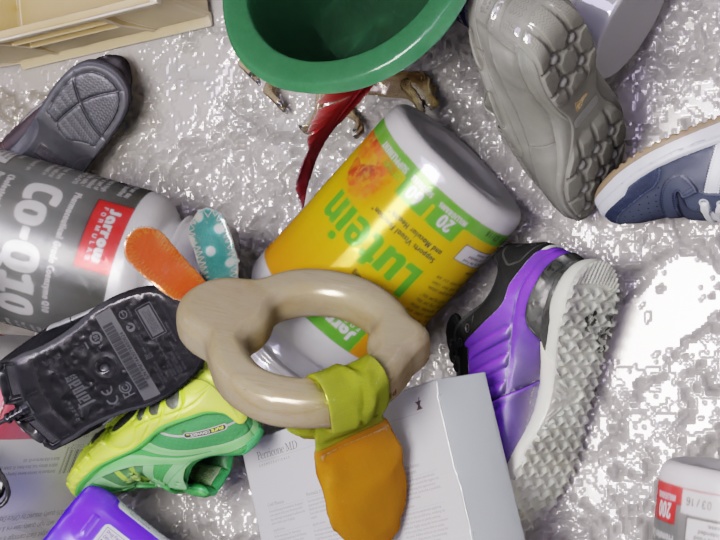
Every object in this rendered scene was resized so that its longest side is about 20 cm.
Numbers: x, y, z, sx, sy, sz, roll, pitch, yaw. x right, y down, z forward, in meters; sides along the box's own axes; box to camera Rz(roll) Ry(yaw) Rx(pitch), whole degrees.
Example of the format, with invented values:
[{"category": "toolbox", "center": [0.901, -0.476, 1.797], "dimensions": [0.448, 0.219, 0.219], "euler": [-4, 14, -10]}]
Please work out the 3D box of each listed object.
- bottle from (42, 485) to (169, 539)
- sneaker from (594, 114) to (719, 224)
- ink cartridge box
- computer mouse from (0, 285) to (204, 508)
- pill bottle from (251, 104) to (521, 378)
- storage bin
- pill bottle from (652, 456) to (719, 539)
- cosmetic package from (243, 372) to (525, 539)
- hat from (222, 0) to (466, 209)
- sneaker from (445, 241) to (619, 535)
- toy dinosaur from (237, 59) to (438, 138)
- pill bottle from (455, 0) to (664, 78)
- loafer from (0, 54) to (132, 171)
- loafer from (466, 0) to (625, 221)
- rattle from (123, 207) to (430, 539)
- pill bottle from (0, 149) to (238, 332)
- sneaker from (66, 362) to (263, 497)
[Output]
[{"category": "bottle", "center": [-0.124, 0.228, 1.170], "dimensions": [0.200, 0.084, 0.065], "euler": [39, 65, -5]}, {"category": "sneaker", "center": [0.246, -0.042, 1.049], "dimensions": [0.199, 0.070, 0.109], "euler": [-23, 77, 18]}, {"category": "ink cartridge box", "center": [-0.262, 0.151, 1.222], "dimensions": [0.083, 0.146, 0.201], "euler": [24, 97, 24]}, {"category": "computer mouse", "center": [-0.202, 0.047, 1.113], "dimensions": [0.200, 0.046, 0.141], "euler": [-33, 99, 9]}, {"category": "pill bottle", "center": [0.000, 0.000, 1.133], "dimensions": [0.200, 0.111, 0.111], "euler": [-47, 71, 15]}, {"category": "storage bin", "center": [-0.218, -0.261, 1.254], "dimensions": [0.198, 0.094, 0.201], "euler": [-9, 84, 23]}, {"category": "pill bottle", "center": [0.222, 0.216, 1.022], "dimensions": [0.113, 0.114, 0.201], "euler": [6, 89, 24]}, {"category": "cosmetic package", "center": [0.014, 0.161, 1.113], "dimensions": [0.200, 0.052, 0.152], "euler": [-22, 80, 46]}, {"category": "hat", "center": [0.020, -0.150, 1.098], "dimensions": [0.199, 0.176, 0.166], "euler": [0, 69, 29]}, {"category": "sneaker", "center": [0.093, 0.074, 1.118], "dimensions": [0.099, 0.069, 0.201], "euler": [25, 102, 38]}, {"category": "toy dinosaur", "center": [-0.032, -0.159, 1.197], "dimensions": [0.101, 0.058, 0.200], "euler": [-44, 79, 0]}, {"category": "pill bottle", "center": [0.091, -0.205, 1.104], "dimensions": [0.200, 0.111, 0.111], "euler": [36, 101, 21]}, {"category": "loafer", "center": [-0.233, -0.081, 1.279], "dimensions": [0.072, 0.063, 0.200], "euler": [42, 111, -11]}, {"category": "loafer", "center": [0.112, -0.103, 1.054], "dimensions": [0.070, 0.200, 0.070], "euler": [32, 70, 33]}, {"category": "rattle", "center": [-0.054, 0.062, 1.073], "dimensions": [0.199, 0.143, 0.130], "euler": [19, 59, 28]}, {"category": "pill bottle", "center": [-0.191, -0.009, 1.189], "dimensions": [0.199, 0.114, 0.114], "euler": [15, 94, 7]}, {"category": "sneaker", "center": [-0.135, 0.127, 1.179], "dimensions": [0.084, 0.074, 0.200], "euler": [45, 142, -9]}]
